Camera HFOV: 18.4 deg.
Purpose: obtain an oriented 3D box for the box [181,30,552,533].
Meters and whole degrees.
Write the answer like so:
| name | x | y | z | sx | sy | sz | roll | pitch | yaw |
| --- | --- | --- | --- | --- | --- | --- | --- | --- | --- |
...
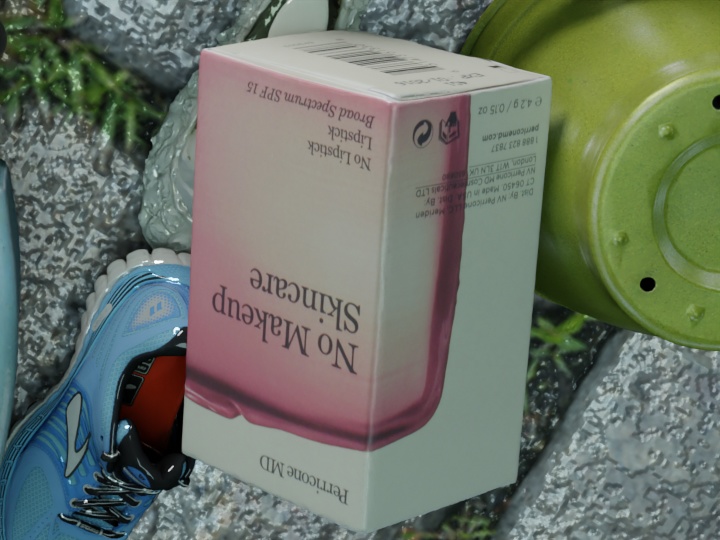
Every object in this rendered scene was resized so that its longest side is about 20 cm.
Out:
| name | x | y | z | sx | sy | sz | roll | pitch | yaw |
| --- | --- | --- | --- | --- | --- | --- | --- | --- | --- |
| box | 0.000 | 0.000 | 1.021 | 0.109 | 0.128 | 0.201 | -13 | 113 | -45 |

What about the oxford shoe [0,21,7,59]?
| name | x | y | z | sx | sy | sz | roll | pitch | yaw |
| --- | --- | --- | --- | --- | --- | --- | --- | --- | --- |
| oxford shoe | -0.271 | -0.120 | 1.059 | 0.200 | 0.071 | 0.071 | 26 | 139 | -3 |

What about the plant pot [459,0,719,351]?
| name | x | y | z | sx | sy | sz | roll | pitch | yaw |
| --- | --- | --- | --- | --- | --- | --- | --- | --- | --- |
| plant pot | 0.151 | -0.050 | 1.057 | 0.200 | 0.193 | 0.201 | -2 | 105 | -6 |

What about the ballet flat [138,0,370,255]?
| name | x | y | z | sx | sy | sz | roll | pitch | yaw |
| --- | --- | --- | --- | --- | --- | --- | --- | --- | --- |
| ballet flat | -0.054 | -0.083 | 1.091 | 0.072 | 0.072 | 0.200 | 23 | 102 | -12 |

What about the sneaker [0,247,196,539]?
| name | x | y | z | sx | sy | sz | roll | pitch | yaw |
| --- | --- | --- | --- | --- | --- | --- | --- | --- | --- |
| sneaker | -0.125 | 0.090 | 1.101 | 0.078 | 0.090 | 0.200 | 13 | 114 | -27 |

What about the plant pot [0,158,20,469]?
| name | x | y | z | sx | sy | sz | roll | pitch | yaw |
| --- | --- | --- | --- | --- | --- | --- | --- | --- | --- |
| plant pot | -0.250 | 0.028 | 1.038 | 0.195 | 0.196 | 0.200 | 17 | 96 | -11 |
